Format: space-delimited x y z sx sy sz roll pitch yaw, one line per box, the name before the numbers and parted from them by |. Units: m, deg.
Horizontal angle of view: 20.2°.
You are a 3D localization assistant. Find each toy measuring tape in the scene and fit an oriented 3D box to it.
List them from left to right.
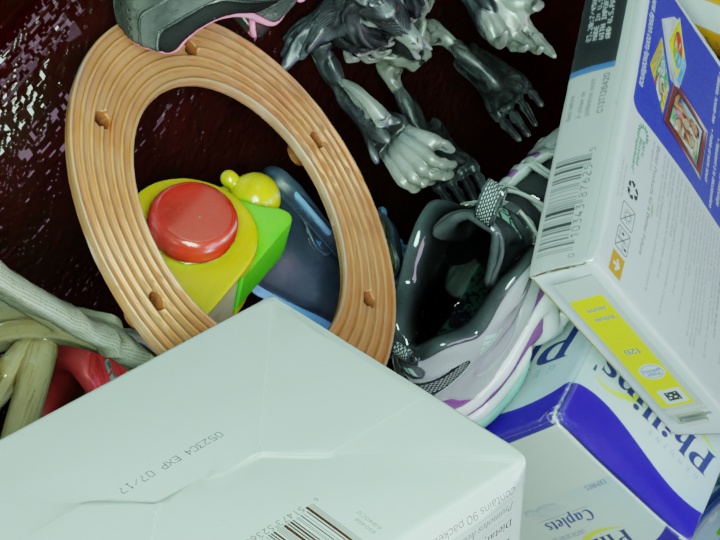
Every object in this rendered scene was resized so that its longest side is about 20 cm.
toy measuring tape | -0.101 0.016 0.918 0.200 0.074 0.074 -52 150 -37

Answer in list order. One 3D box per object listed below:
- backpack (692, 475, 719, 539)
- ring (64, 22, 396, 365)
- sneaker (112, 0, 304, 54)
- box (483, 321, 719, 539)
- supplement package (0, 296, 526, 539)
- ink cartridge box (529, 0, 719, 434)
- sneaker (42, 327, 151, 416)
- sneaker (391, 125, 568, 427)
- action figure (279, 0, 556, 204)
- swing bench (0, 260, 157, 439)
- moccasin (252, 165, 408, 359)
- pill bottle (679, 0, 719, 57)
backpack | 0.186 0.189 1.423 0.200 0.147 0.183 -18 126 -46
ring | -0.057 -0.022 0.898 0.019 0.201 0.200 -29 167 34
sneaker | -0.034 -0.154 0.901 0.200 0.079 0.095 -25 139 -34
box | 0.117 0.066 1.128 0.105 0.184 0.200 43 51 -16
supplement package | -0.055 0.155 0.774 0.191 0.147 0.200 -28 134 -35
ink cartridge box | 0.166 -0.023 1.038 0.200 0.047 0.198 48 42 -38
sneaker | -0.150 0.120 0.960 0.085 0.077 0.200 11 98 -47
sneaker | 0.079 -0.022 1.005 0.200 0.078 0.140 -59 158 -17
action figure | 0.038 -0.105 1.014 0.119 0.102 0.200 -48 150 1
swing bench | -0.206 0.066 0.769 0.200 0.130 0.199 -62 149 -8
moccasin | 0.000 0.000 1.059 0.068 0.080 0.200 -59 150 3
pill bottle | 0.211 -0.173 1.114 0.111 0.200 0.111 -36 141 -36
